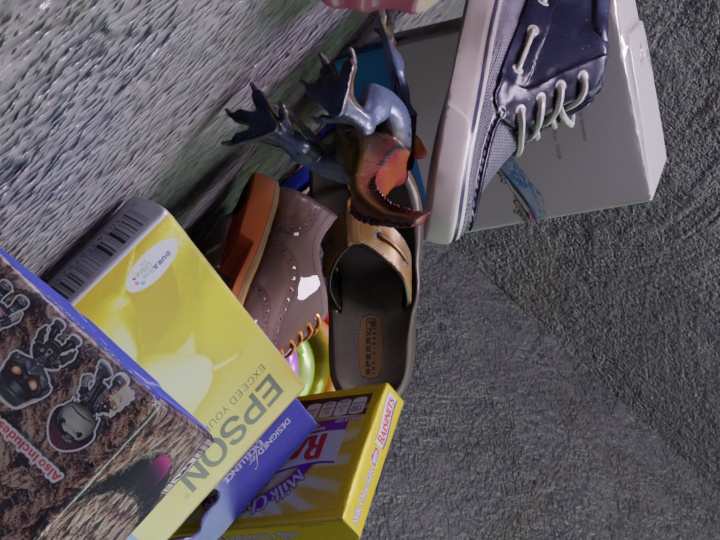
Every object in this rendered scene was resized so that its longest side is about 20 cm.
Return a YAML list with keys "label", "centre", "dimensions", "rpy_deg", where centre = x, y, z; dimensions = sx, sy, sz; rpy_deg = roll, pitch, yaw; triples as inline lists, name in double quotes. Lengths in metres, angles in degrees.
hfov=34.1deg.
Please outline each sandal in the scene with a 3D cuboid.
- label: "sandal"
  centre: [0.000, 0.000, 0.812]
  dimensions: [0.055, 0.082, 0.200]
  rpy_deg: [-6, 97, -78]

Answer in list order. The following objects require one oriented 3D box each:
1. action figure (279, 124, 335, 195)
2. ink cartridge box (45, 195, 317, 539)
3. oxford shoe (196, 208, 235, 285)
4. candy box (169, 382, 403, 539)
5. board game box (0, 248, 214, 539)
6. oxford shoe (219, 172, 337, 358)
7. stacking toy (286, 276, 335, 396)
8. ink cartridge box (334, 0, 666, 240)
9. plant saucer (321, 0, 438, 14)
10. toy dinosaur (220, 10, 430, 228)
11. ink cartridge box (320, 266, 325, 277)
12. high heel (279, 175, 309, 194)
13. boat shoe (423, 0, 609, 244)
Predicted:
- label: "action figure"
  centre: [-0.034, -0.084, 1.043]
  dimensions: [0.200, 0.065, 0.052]
  rpy_deg: [-46, 158, -4]
- label: "ink cartridge box"
  centre: [-0.123, 0.100, 0.614]
  dimensions: [0.198, 0.200, 0.047]
  rpy_deg: [-48, -144, -17]
- label: "oxford shoe"
  centre: [-0.107, 0.000, 0.925]
  dimensions: [0.073, 0.071, 0.200]
  rpy_deg: [-30, 169, -16]
- label: "candy box"
  centre: [-0.073, 0.128, 0.741]
  dimensions: [0.200, 0.026, 0.102]
  rpy_deg: [-13, -139, 32]
- label: "board game box"
  centre: [-0.164, 0.100, 0.440]
  dimensions: [0.200, 0.097, 0.159]
  rpy_deg: [-48, 172, -9]
- label: "oxford shoe"
  centre: [-0.057, 0.033, 0.736]
  dimensions: [0.071, 0.073, 0.200]
  rpy_deg: [134, -30, -60]
- label: "stacking toy"
  centre: [-0.068, 0.069, 0.843]
  dimensions: [0.116, 0.110, 0.200]
  rpy_deg: [-33, 166, 14]
- label: "ink cartridge box"
  centre: [0.110, -0.117, 0.862]
  dimensions: [0.200, 0.145, 0.147]
  rpy_deg: [-9, -166, 20]
- label: "plant saucer"
  centre: [0.058, -0.192, 0.545]
  dimensions: [0.201, 0.051, 0.201]
  rpy_deg: [-47, -179, 1]
- label: "toy dinosaur"
  centre: [-0.001, -0.064, 0.686]
  dimensions: [0.105, 0.200, 0.181]
  rpy_deg: [-32, 153, 19]
- label: "ink cartridge box"
  centre: [-0.094, 0.067, 1.070]
  dimensions: [0.200, 0.084, 0.144]
  rpy_deg: [7, -135, 46]
- label: "high heel"
  centre: [-0.036, -0.089, 1.150]
  dimensions: [0.200, 0.071, 0.143]
  rpy_deg: [-39, -162, 9]
- label: "boat shoe"
  centre: [0.097, -0.101, 0.702]
  dimensions: [0.075, 0.093, 0.200]
  rpy_deg: [102, 1, -68]
